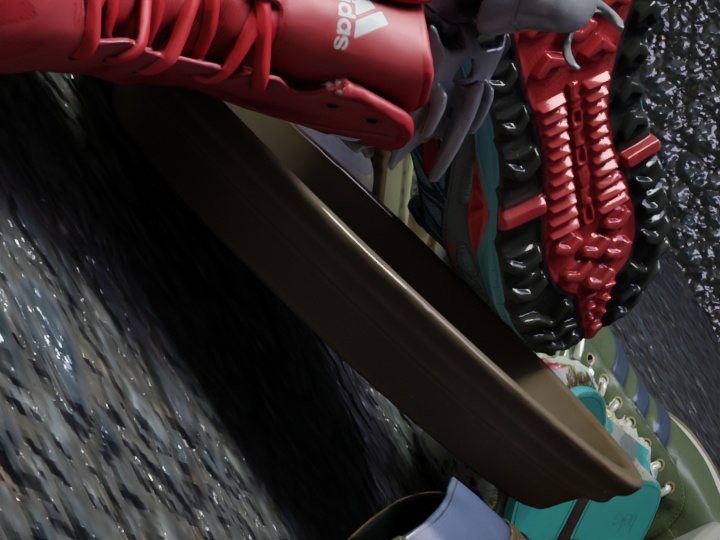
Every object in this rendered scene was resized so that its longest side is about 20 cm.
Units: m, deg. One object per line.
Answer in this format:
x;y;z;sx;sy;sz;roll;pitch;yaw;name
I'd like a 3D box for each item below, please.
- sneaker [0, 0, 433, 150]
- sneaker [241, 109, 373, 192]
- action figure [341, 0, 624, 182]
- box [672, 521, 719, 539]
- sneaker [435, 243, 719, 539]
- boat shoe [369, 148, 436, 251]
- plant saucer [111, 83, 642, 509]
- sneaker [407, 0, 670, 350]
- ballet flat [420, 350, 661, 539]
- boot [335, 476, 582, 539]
-0.039;-0.072;0.651;0.200;0.115;0.079;-36;137;-80;sneaker
-0.039;-0.106;0.915;0.201;0.082;0.077;57;9;-15;sneaker
-0.008;-0.105;0.772;0.199;0.131;0.069;28;13;30;action figure
0.104;0.139;0.972;0.082;0.068;0.200;61;9;5;box
0.082;0.056;1.157;0.201;0.067;0.090;61;16;8;sneaker
0.024;-0.063;0.976;0.200;0.062;0.074;98;-25;-54;boat shoe
0.000;0.000;0.815;0.200;0.029;0.200;43;4;-4;plant saucer
0.036;-0.074;0.854;0.095;0.079;0.201;36;-43;44;sneaker
0.055;0.066;0.996;0.064;0.076;0.200;30;-7;20;ballet flat
0.039;0.086;0.764;0.097;0.074;0.200;61;10;-9;boot
